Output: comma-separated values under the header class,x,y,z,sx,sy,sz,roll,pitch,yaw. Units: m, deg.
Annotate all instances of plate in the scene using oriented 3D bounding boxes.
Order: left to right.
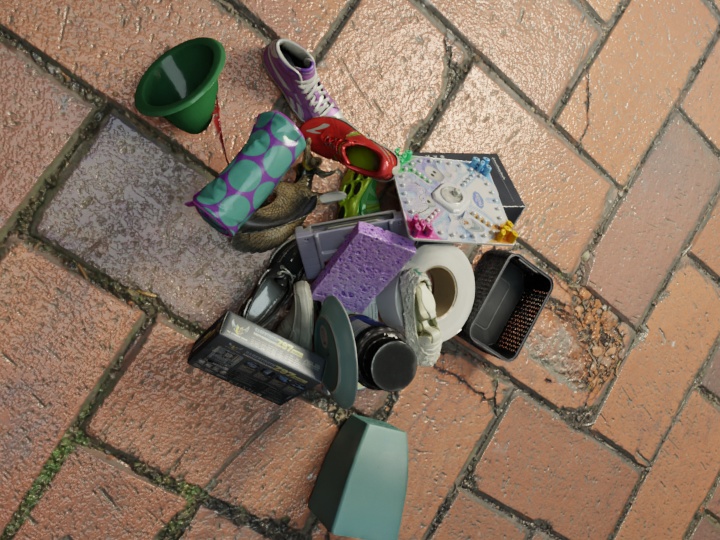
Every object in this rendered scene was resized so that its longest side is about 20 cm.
class,x,y,z,sx,sy,sz,roll,pitch,yaw
plate,-0.050,0.144,1.078,0.025,0.200,0.202,-7,99,-20

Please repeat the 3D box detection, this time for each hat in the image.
class,x,y,z,sx,sy,sz,roll,pitch,yaw
hat,-0.264,-0.257,1.039,0.176,0.164,0.201,56,43,-51

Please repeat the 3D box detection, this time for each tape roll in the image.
class,x,y,z,sx,sy,sz,roll,pitch,yaw
tape roll,0.130,0.041,1.210,0.201,0.071,0.205,-4,97,-33

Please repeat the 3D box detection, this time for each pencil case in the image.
class,x,y,z,sx,sy,sz,roll,pitch,yaw
pencil case,-0.177,-0.153,0.965,0.092,0.085,0.201,37,80,-2

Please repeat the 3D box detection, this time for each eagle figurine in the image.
class,x,y,z,sx,sy,sz,roll,pitch,yaw
eagle figurine,-0.136,-0.112,1.074,0.152,0.150,0.201,48,62,-51

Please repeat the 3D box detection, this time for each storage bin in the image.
class,x,y,z,sx,sy,sz,roll,pitch,yaw
storage bin,0.292,0.071,1.284,0.135,0.094,0.201,32,85,-22

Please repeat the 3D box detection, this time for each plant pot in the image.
class,x,y,z,sx,sy,sz,roll,pitch,yaw
plant pot,0.008,0.393,1.191,0.140,0.141,0.202,19,82,-22

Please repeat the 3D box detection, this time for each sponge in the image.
class,x,y,z,sx,sy,sz,roll,pitch,yaw
sponge,0.000,0.000,1.082,0.111,0.200,0.030,19,47,-21

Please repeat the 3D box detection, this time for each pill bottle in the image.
class,x,y,z,sx,sy,sz,roll,pitch,yaw
pill bottle,0.020,0.146,1.085,0.111,0.200,0.113,-2,97,-21

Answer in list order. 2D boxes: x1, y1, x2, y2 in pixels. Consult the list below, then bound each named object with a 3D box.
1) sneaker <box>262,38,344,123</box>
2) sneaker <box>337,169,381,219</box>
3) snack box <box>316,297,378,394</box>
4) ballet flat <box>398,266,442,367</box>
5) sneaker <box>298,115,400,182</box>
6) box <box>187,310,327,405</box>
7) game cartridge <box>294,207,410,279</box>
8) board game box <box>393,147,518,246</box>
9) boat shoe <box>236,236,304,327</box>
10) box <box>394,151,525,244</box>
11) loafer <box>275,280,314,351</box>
class,x,y,z,sx,sy,sz,roll,pitch,yaw
sneaker,-0.090,-0.316,1.077,0.200,0.114,0.073,45,78,-21
sneaker,0.004,-0.119,1.169,0.083,0.074,0.202,14,89,-46
snack box,-0.022,0.133,1.196,0.115,0.037,0.202,-6,98,-21
ballet flat,0.115,0.093,1.127,0.071,0.072,0.202,-19,106,-18
sneaker,-0.024,-0.214,1.051,0.199,0.085,0.078,25,106,15
box,-0.181,0.159,1.073,0.199,0.158,0.051,29,52,-21
game cartridge,-0.008,-0.043,1.086,0.198,0.039,0.130,-10,140,-1
board game box,0.161,-0.132,1.074,0.198,0.026,0.201,3,53,-18
boat shoe,-0.152,0.023,1.120,0.074,0.060,0.200,43,80,-20
box,0.187,-0.139,1.175,0.198,0.105,0.149,-2,53,-21
loafer,-0.120,0.110,1.115,0.069,0.070,0.202,2,118,-5
